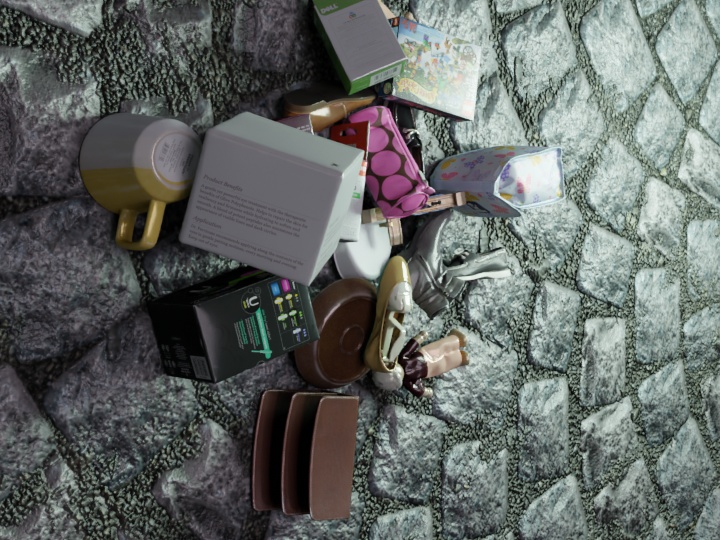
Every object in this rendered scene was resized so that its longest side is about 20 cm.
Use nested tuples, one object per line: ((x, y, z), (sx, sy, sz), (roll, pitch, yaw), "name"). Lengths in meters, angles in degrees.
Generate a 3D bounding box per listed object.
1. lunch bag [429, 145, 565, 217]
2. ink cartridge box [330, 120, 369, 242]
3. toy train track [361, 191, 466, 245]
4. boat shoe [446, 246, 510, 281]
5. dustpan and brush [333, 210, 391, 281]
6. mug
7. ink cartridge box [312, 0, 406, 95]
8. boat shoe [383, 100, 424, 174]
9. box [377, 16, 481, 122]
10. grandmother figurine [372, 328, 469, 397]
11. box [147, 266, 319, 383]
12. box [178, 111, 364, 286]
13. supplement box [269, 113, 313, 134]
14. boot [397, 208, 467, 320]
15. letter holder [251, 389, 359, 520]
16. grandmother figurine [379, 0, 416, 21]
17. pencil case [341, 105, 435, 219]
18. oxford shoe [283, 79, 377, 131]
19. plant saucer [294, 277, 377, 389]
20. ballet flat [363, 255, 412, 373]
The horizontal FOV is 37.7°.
((0.248, -0.161, 1.935), (0.200, 0.169, 0.128), (-13, 103, -41), "lunch bag")
((-0.043, -0.148, 1.735), (0.050, 0.109, 0.201), (8, 86, -38), "ink cartridge box")
((0.096, -0.108, 1.809), (0.199, 0.033, 0.115), (-12, 97, -23), "toy train track")
((0.202, -0.009, 1.964), (0.200, 0.074, 0.061), (-7, 90, -36), "boat shoe")
((0.000, 0.000, 1.820), (0.139, 0.057, 0.201), (-2, 87, -48), "dustpan and brush")
((-0.292, -0.137, 1.505), (0.149, 0.153, 0.187), (-28, 109, -36), "mug")
((-0.013, -0.403, 1.740), (0.104, 0.059, 0.200), (-24, 80, -9), "ink cartridge box")
((0.079, -0.216, 1.854), (0.074, 0.060, 0.201), (0, 92, -39), "boat shoe")
((0.123, -0.347, 1.839), (0.200, 0.038, 0.137), (9, 85, -39), "box")
((0.107, 0.171, 1.897), (0.200, 0.061, 0.122), (-14, 91, -35), "grandmother figurine")
((-0.190, 0.076, 1.598), (0.200, 0.148, 0.125), (-22, 104, -37), "box")
((-0.121, -0.109, 1.505), (0.200, 0.199, 0.172), (-59, 168, -71), "box")
((-0.123, -0.139, 1.670), (0.086, 0.110, 0.201), (-21, 105, -37), "supplement box")
((0.137, -0.010, 1.873), (0.132, 0.070, 0.200), (36, 66, 5), "boot")
((-0.093, 0.298, 1.719), (0.142, 0.100, 0.201), (6, 88, -37), "letter holder")
((0.077, -0.397, 1.859), (0.200, 0.061, 0.121), (35, 79, -32), "grandmother figurine")
((0.045, -0.185, 1.761), (0.091, 0.094, 0.200), (4, 54, -55), "pencil case")
((-0.054, -0.272, 1.763), (0.200, 0.071, 0.071), (-21, 135, -39), "oxford shoe")
((-0.023, 0.112, 1.778), (0.200, 0.034, 0.201), (-17, 117, -37), "plant saucer")
((0.058, 0.077, 1.771), (0.069, 0.063, 0.201), (1, 106, -43), "ballet flat")
